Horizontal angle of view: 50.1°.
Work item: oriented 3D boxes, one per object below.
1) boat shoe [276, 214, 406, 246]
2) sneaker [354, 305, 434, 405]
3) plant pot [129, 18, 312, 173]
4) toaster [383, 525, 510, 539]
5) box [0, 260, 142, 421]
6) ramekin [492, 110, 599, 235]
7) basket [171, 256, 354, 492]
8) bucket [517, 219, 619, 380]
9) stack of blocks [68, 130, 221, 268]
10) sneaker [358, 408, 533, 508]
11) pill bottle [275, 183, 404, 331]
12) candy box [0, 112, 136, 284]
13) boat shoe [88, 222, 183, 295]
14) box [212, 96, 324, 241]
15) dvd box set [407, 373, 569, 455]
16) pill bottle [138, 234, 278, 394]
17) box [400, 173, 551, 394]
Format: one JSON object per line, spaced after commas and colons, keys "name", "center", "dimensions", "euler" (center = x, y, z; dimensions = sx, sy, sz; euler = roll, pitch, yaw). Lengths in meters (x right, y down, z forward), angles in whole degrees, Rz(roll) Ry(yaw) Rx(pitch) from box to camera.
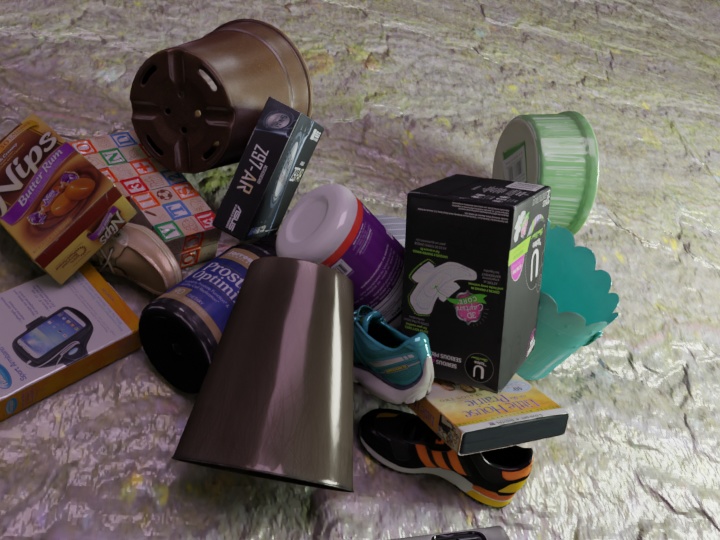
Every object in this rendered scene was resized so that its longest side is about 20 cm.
{"name": "boat shoe", "center": [-0.014, -0.026, 1.001], "dimensions": [0.195, 0.063, 0.073], "euler": [-4, 35, 2]}
{"name": "sneaker", "center": [0.001, 0.075, 0.844], "dimensions": [0.197, 0.081, 0.077], "euler": [17, 25, 38]}
{"name": "plant pot", "center": [-0.191, -0.224, 1.025], "dimensions": [0.198, 0.203, 0.198], "euler": [31, 27, 8]}
{"name": "toaster", "center": [0.038, 0.310, 0.640], "dimensions": [0.177, 0.202, 0.120], "euler": [-1, 43, -15]}
{"name": "box", "center": [-0.340, 0.071, 0.803], "dimensions": [0.119, 0.042, 0.199], "euler": [43, 46, 19]}
{"name": "ramekin", "center": [0.286, -0.153, 1.228], "dimensions": [0.096, 0.202, 0.202], "euler": [1, 45, -14]}
{"name": "basket", "center": [-0.078, 0.100, 0.764], "dimensions": [0.176, 0.136, 0.204], "euler": [12, 72, -8]}
{"name": "bucket", "center": [0.226, 0.033, 1.024], "dimensions": [0.204, 0.136, 0.209], "euler": [23, 36, -18]}
{"name": "stack of blocks", "center": [-0.278, -0.089, 0.982], "dimensions": [0.114, 0.059, 0.200], "euler": [-21, 59, -39]}
{"name": "sneaker", "center": [0.098, 0.188, 0.856], "dimensions": [0.197, 0.091, 0.071], "euler": [23, 41, -2]}
{"name": "pill bottle", "center": [0.000, 0.000, 0.901], "dimensions": [0.200, 0.111, 0.114], "euler": [43, 28, -35]}
{"name": "candy box", "center": [-0.358, -0.087, 0.876], "dimensions": [0.199, 0.057, 0.117], "euler": [35, 74, 34]}
{"name": "boat shoe", "center": [-0.292, -0.024, 0.901], "dimensions": [0.198, 0.073, 0.065], "euler": [34, 41, 18]}
{"name": "box", "center": [-0.110, -0.123, 0.963], "dimensions": [0.043, 0.163, 0.200], "euler": [26, 6, 2]}
{"name": "dvd box set", "center": [0.115, 0.133, 0.866], "dimensions": [0.144, 0.030, 0.200], "euler": [-3, 21, -27]}
{"name": "pill bottle", "center": [-0.145, 0.040, 0.874], "dimensions": [0.111, 0.113, 0.200], "euler": [35, 42, 12]}
{"name": "box", "center": [0.129, 0.008, 0.865], "dimensions": [0.122, 0.204, 0.148], "euler": [11, 18, 27]}
